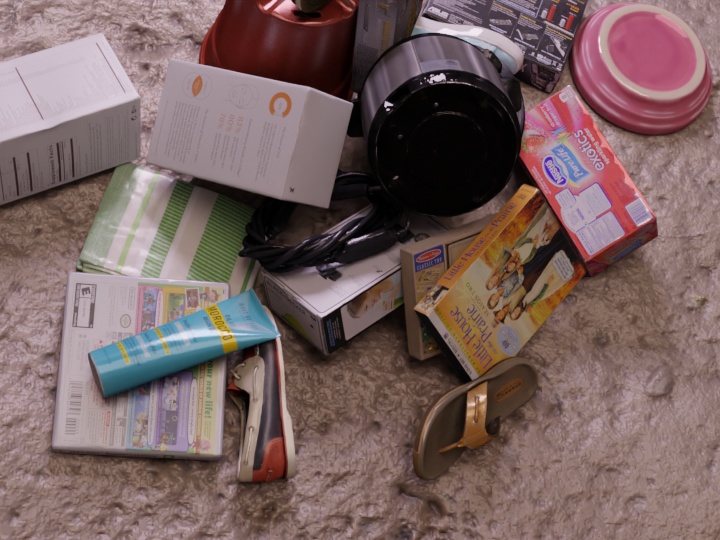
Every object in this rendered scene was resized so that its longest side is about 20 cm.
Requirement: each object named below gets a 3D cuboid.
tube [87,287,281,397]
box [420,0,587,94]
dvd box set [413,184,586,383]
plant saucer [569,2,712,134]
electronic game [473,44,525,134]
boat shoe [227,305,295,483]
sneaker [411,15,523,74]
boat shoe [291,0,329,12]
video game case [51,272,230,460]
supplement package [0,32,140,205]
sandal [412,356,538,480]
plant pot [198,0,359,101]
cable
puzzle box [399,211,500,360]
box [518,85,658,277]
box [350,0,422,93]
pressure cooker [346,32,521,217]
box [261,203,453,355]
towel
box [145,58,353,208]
[{"bbox_3d":[-0.192,0.079,1.524,0.199,0.051,0.078,-20,56,-18],"label":"tube"},{"bbox_3d":[0.189,-0.343,1.861,0.199,0.050,0.158,23,61,-2],"label":"box"},{"bbox_3d":[0.162,0.022,1.614,0.200,0.147,0.029,-47,37,-16],"label":"dvd box set"},{"bbox_3d":[0.378,-0.277,1.874,0.199,0.051,0.202,5,64,-11],"label":"plant saucer"},{"bbox_3d":[0.102,-0.182,1.723,0.198,0.042,0.202,-4,77,18],"label":"electronic game"},{"bbox_3d":[-0.114,0.134,1.548,0.062,0.071,0.201,-4,70,-12],"label":"boat shoe"},{"bbox_3d":[0.104,-0.265,1.795,0.198,0.074,0.082,13,63,6],"label":"sneaker"},{"bbox_3d":[-0.035,-0.370,1.592,0.066,0.072,0.201,27,60,12],"label":"boat shoe"},{"bbox_3d":[-0.237,0.104,1.543,0.181,0.022,0.201,4,68,-8],"label":"video game case"},{"bbox_3d":[-0.362,-0.169,1.603,0.199,0.110,0.114,-21,60,-21],"label":"supplement package"},{"bbox_3d":[0.135,0.163,1.580,0.199,0.081,0.054,-32,30,-28],"label":"sandal"},{"bbox_3d":[-0.084,-0.298,1.691,0.199,0.196,0.202,5,63,-11],"label":"plant pot"},{"bbox_3d":[-0.050,-0.061,1.612,0.199,0.051,0.163,-20,41,-11],"label":"cable"},{"bbox_3d":[0.135,0.009,1.626,0.199,0.134,0.025,-21,26,-30],"label":"puzzle box"},{"bbox_3d":[0.268,-0.107,1.721,0.102,0.095,0.201,-32,73,4],"label":"box"},{"bbox_3d":[0.039,-0.323,1.666,0.048,0.200,0.159,16,59,6],"label":"box"},{"bbox_3d":[0.088,-0.174,1.599,0.175,0.179,0.200,31,21,-20],"label":"pressure cooker"},{"bbox_3d":[0.000,0.000,1.617,0.199,0.060,0.116,-32,46,-26],"label":"box"},{"bbox_3d":[-0.209,-0.033,1.632,0.199,0.023,0.153,19,61,-2],"label":"towel"},{"bbox_3d":[-0.126,-0.154,1.593,0.199,0.097,0.125,16,94,31],"label":"box"}]
